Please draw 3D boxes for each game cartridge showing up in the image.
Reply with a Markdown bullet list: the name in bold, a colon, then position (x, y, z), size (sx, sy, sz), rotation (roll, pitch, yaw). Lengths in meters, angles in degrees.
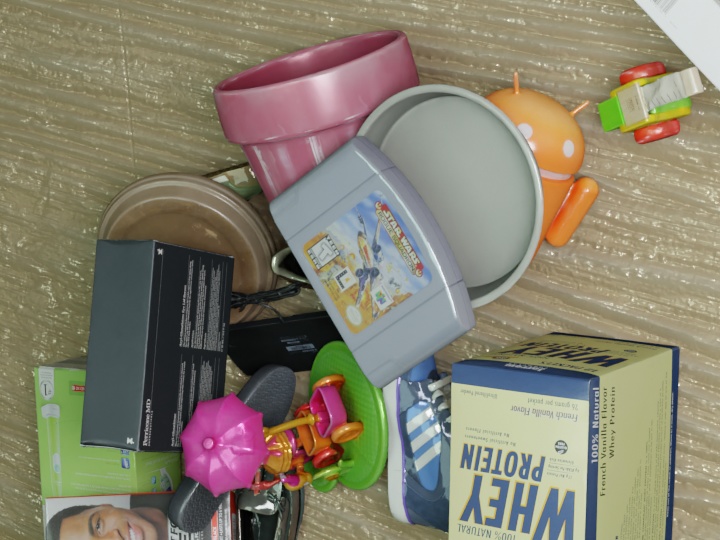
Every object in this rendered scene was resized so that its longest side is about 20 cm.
- **game cartridge**: position (0.013, -0.011, 1.481), size (0.133, 0.041, 0.201), rotation (-36, 82, 36)

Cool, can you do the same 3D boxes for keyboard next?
- **keyboard**: position (-0.072, 0.056, 1.702), size (0.198, 0.021, 0.128), rotation (-9, 131, 33)

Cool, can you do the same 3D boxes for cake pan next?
- **cake pan**: position (0.078, -0.066, 1.471), size (0.198, 0.037, 0.203), rotation (7, 104, 29)

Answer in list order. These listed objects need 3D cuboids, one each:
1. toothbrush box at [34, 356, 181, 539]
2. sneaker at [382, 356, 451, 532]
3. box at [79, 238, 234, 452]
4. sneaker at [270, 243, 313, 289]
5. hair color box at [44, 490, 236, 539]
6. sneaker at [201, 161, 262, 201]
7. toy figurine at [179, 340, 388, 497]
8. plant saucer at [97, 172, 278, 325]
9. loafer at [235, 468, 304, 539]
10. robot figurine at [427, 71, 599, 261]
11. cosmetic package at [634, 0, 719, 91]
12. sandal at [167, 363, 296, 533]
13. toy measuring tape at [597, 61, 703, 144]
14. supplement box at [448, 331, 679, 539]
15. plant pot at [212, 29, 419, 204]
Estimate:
- **toothbrush box**: position (-0.282, 0.204, 1.856), size (0.144, 0.086, 0.203), rotation (1, 96, 32)
- **sneaker**: position (0.101, 0.156, 1.606), size (0.145, 0.080, 0.203), rotation (1, 93, 25)
- **box**: position (-0.199, 0.077, 1.635), size (0.078, 0.141, 0.203), rotation (2, 84, 28)
- **sneaker**: position (0.000, 0.000, 1.649), size (0.198, 0.075, 0.071), rotation (-1, 95, 34)
- **hair color box**: position (-0.231, 0.288, 1.751), size (0.197, 0.061, 0.103), rotation (-4, 79, 1)
- **sneaker**: position (-0.163, -0.055, 1.763), size (0.198, 0.067, 0.091), rotation (-14, 98, 33)
- **toy figurine**: position (-0.096, 0.170, 1.634), size (0.200, 0.182, 0.151), rotation (-54, 53, 51)
- **plant saucer**: position (-0.185, -0.009, 1.739), size (0.197, 0.030, 0.202), rotation (5, 123, 8)
- **loafer**: position (-0.101, 0.264, 1.756), size (0.071, 0.063, 0.203), rotation (1, 96, 33)
- **robot figurine**: position (0.132, -0.082, 1.526), size (0.143, 0.116, 0.202), rotation (36, 114, 24)
- **cosmetic package**: position (0.330, -0.174, 1.363), size (0.200, 0.150, 0.052), rotation (51, 117, 17)
- **sandal**: position (-0.140, 0.175, 1.712), size (0.043, 0.076, 0.201), rotation (27, 74, 35)
- **toy measuring tape**: position (0.266, -0.151, 1.420), size (0.200, 0.073, 0.075), rotation (161, 96, -75)
- **supplement box**: position (0.183, 0.171, 1.473), size (0.133, 0.199, 0.203), rotation (5, 99, 32)
- **plant pot**: position (-0.027, -0.117, 1.597), size (0.198, 0.200, 0.181), rotation (-5, 108, 34)
